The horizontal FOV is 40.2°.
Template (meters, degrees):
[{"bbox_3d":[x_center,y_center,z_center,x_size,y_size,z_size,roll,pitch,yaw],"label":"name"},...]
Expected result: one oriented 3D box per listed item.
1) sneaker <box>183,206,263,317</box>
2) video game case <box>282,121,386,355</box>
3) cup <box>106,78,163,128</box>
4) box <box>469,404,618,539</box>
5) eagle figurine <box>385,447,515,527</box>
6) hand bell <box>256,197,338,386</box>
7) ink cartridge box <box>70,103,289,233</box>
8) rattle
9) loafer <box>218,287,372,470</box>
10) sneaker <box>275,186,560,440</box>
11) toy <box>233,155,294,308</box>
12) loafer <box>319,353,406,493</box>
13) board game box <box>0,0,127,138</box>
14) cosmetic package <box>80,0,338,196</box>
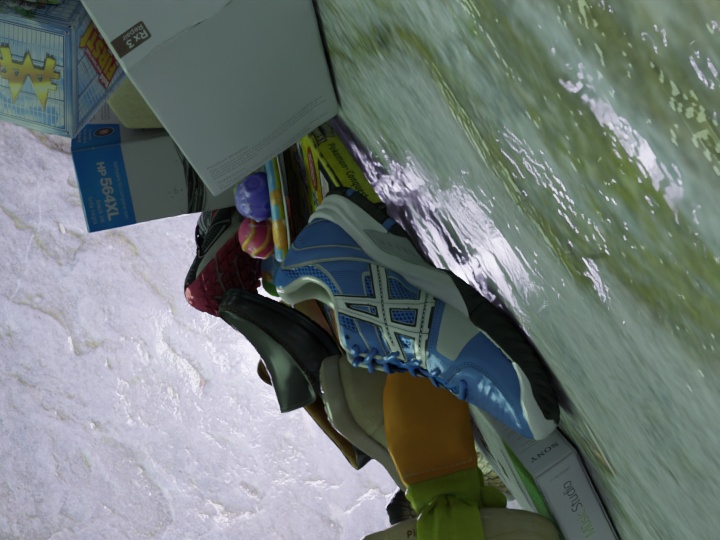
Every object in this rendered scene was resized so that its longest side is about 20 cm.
[{"bbox_3d":[-0.127,-0.020,0.932,0.201,0.073,0.082,-70,-22,-61],"label":"sneaker"},{"bbox_3d":[-0.018,-0.020,0.770,0.182,0.025,0.202,-121,19,-45],"label":"video game case"},{"bbox_3d":[-0.169,-0.204,0.840,0.202,0.142,0.200,57,176,7],"label":"cup"},{"bbox_3d":[0.114,0.128,0.709,0.145,0.036,0.200,61,176,-32],"label":"box"},{"bbox_3d":[0.092,0.201,0.928,0.200,0.148,0.154,-71,-38,-82],"label":"eagle figurine"},{"bbox_3d":[-0.065,0.008,1.000,0.105,0.102,0.203,63,-166,-56],"label":"hand bell"},{"bbox_3d":[-0.169,-0.116,0.942,0.146,0.196,0.086,-119,22,-62],"label":"ink cartridge box"},{"bbox_3d":[0.080,0.161,0.669,0.199,0.130,0.144,25,-149,-43],"label":"rattle"},{"bbox_3d":[-0.048,0.092,0.853,0.199,0.073,0.073,38,159,-11],"label":"loafer"},{"bbox_3d":[0.032,0.037,0.585,0.199,0.077,0.076,39,168,25],"label":"sneaker"},{"bbox_3d":[-0.082,-0.042,0.839,0.201,0.046,0.117,85,173,-56],"label":"toy"},{"bbox_3d":[0.044,0.112,0.717,0.200,0.067,0.077,40,-144,-52],"label":"loafer"},{"bbox_3d":[-0.168,-0.194,0.593,0.061,0.202,0.201,14,151,13],"label":"board game box"},{"bbox_3d":[-0.085,-0.134,0.593,0.082,0.112,0.200,55,174,16],"label":"cosmetic package"}]
